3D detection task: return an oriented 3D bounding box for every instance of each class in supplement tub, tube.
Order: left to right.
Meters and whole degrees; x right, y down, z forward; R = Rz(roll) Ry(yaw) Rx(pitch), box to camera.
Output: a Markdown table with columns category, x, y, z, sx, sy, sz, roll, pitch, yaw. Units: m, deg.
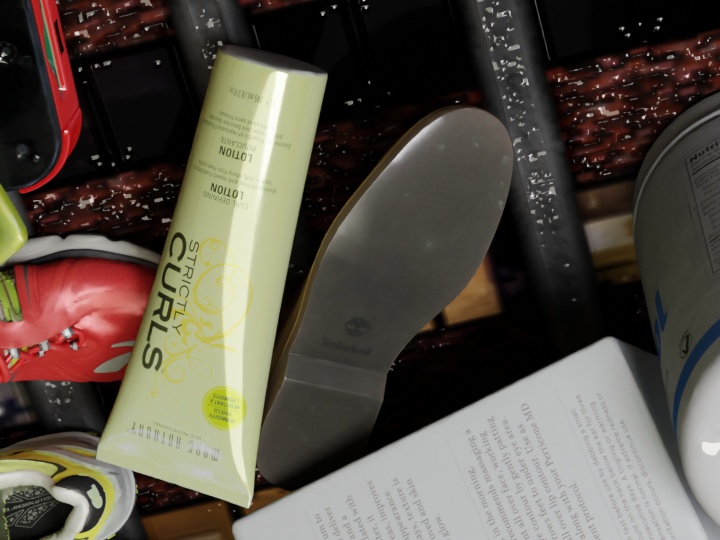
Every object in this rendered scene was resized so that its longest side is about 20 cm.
| category | x | y | z | sx | sy | sz | roll | pitch | yaw |
| --- | --- | --- | --- | --- | --- | --- | --- | --- | --- |
| tube | -0.061 | 0.002 | 1.217 | 0.052 | 0.058 | 0.201 | 7 | 104 | -34 |
| supplement tub | 0.191 | 0.019 | 1.188 | 0.131 | 0.200 | 0.132 | -1 | 121 | -1 |

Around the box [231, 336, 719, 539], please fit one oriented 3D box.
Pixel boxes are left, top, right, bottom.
| category | x | y | z | sx | sy | sz | roll | pitch | yaw |
| --- | --- | --- | --- | --- | --- | --- | --- | --- | --- |
| box | 0.069 | 0.127 | 1.263 | 0.199 | 0.152 | 0.107 | -28 | 74 | 15 |

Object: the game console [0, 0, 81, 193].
| category | x | y | z | sx | sy | sz | roll | pitch | yaw |
| --- | --- | --- | --- | --- | --- | --- | --- | --- | --- |
| game console | -0.223 | -0.117 | 1.194 | 0.176 | 0.031 | 0.201 | -5 | 121 | 8 |

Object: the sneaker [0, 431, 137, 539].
| category | x | y | z | sx | sy | sz | roll | pitch | yaw |
| --- | --- | --- | --- | --- | --- | --- | --- | --- | --- |
| sneaker | -0.208 | 0.122 | 1.299 | 0.199 | 0.076 | 0.076 | -20 | 90 | 3 |

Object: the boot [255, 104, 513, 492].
| category | x | y | z | sx | sy | sz | roll | pitch | yaw |
| --- | --- | --- | --- | --- | --- | --- | --- | --- | --- |
| boot | 0.000 | 0.000 | 1.243 | 0.073 | 0.076 | 0.200 | 21 | 113 | -24 |

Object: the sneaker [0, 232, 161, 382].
| category | x | y | z | sx | sy | sz | roll | pitch | yaw |
| --- | --- | --- | --- | --- | --- | --- | --- | --- | --- |
| sneaker | -0.168 | 0.034 | 1.252 | 0.199 | 0.085 | 0.077 | 0 | 123 | -2 |

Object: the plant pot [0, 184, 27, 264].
| category | x | y | z | sx | sy | sz | roll | pitch | yaw |
| --- | --- | --- | --- | --- | --- | --- | --- | --- | --- |
| plant pot | -0.265 | -0.025 | 1.109 | 0.200 | 0.181 | 0.199 | -32 | 94 | 21 |
